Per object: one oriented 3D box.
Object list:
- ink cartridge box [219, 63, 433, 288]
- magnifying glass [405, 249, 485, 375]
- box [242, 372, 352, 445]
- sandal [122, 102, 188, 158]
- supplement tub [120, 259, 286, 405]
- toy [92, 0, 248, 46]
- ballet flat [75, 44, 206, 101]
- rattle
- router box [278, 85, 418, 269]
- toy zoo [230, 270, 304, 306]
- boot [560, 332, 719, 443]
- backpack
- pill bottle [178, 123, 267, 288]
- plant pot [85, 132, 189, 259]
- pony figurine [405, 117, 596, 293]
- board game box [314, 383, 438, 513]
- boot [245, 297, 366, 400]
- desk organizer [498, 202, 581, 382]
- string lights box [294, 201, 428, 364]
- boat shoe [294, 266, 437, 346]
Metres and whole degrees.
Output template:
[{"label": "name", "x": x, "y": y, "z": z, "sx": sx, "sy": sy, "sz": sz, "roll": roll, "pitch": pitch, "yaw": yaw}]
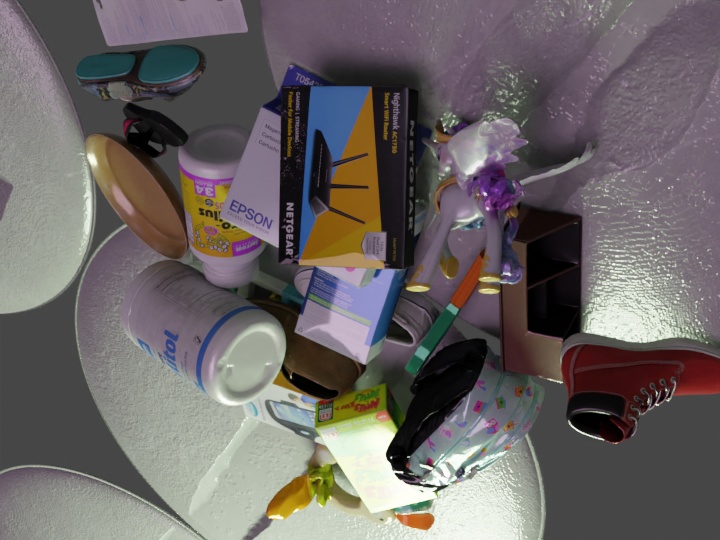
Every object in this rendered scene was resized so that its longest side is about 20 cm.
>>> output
[{"label": "ink cartridge box", "x": -0.043, "y": -0.110, "z": 1.487, "sx": 0.196, "sy": 0.043, "sz": 0.200, "roll": 26, "pitch": 106, "yaw": 14}, {"label": "magnifying glass", "x": 0.109, "y": 0.052, "z": 1.570, "sx": 0.022, "sy": 0.080, "sz": 0.200, "roll": 36, "pitch": 126, "yaw": 6}, {"label": "box", "x": -0.101, "y": 0.183, "z": 1.818, "sx": 0.200, "sy": 0.042, "sz": 0.119, "roll": 16, "pitch": 143, "yaw": 21}, {"label": "sandal", "x": -0.262, "y": -0.168, "z": 1.582, "sx": 0.075, "sy": 0.045, "sz": 0.200, "roll": 35, "pitch": 175, "yaw": -19}, {"label": "supplement tub", "x": -0.206, "y": 0.080, "z": 1.680, "sx": 0.200, "sy": 0.132, "sz": 0.132, "roll": 27, "pitch": 138, "yaw": 39}, {"label": "toy", "x": -0.223, "y": -0.329, "z": 1.493, "sx": 0.200, "sy": 0.047, "sz": 0.115, "roll": 1, "pitch": 122, "yaw": 29}, {"label": "ballet flat", "x": -0.259, "y": -0.239, "z": 1.589, "sx": 0.200, "sy": 0.074, "sz": 0.074, "roll": 7, "pitch": 128, "yaw": 32}, {"label": "rattle", "x": -0.008, "y": 0.340, "z": 1.832, "sx": 0.200, "sy": 0.143, "sz": 0.130, "roll": 37, "pitch": 118, "yaw": 11}, {"label": "router box", "x": -0.014, "y": -0.104, "z": 1.429, "sx": 0.149, "sy": 0.051, "sz": 0.200, "roll": 2, "pitch": 95, "yaw": 17}, {"label": "toy zoo", "x": -0.101, "y": 0.073, "z": 1.756, "sx": 0.200, "sy": 0.020, "sz": 0.131, "roll": 24, "pitch": 134, "yaw": 16}, {"label": "boot", "x": 0.322, "y": 0.140, "z": 1.408, "sx": 0.200, "sy": 0.144, "sz": 0.073, "roll": 4, "pitch": 126, "yaw": 1}, {"label": "backpack", "x": 0.133, "y": 0.177, "z": 1.604, "sx": 0.126, "sy": 0.167, "sz": 0.200, "roll": 29, "pitch": 135, "yaw": -13}, {"label": "pill bottle", "x": -0.170, "y": -0.077, "z": 1.620, "sx": 0.104, "sy": 0.104, "sz": 0.200, "roll": 17, "pitch": 133, "yaw": 22}, {"label": "plant pot", "x": -0.288, "y": -0.103, "z": 1.698, "sx": 0.200, "sy": 0.027, "sz": 0.200, "roll": 38, "pitch": 153, "yaw": 24}, {"label": "pony figurine", "x": 0.133, "y": -0.080, "z": 1.363, "sx": 0.193, "sy": 0.200, "sz": 0.166, "roll": -8, "pitch": 161, "yaw": 44}, {"label": "board game box", "x": 0.024, "y": 0.243, "z": 1.728, "sx": 0.101, "sy": 0.048, "sz": 0.200, "roll": -17, "pitch": 131, "yaw": 14}, {"label": "boot", "x": -0.095, "y": 0.103, "z": 1.707, "sx": 0.200, "sy": 0.075, "sz": 0.074, "roll": 28, "pitch": 140, "yaw": 17}, {"label": "desk organizer", "x": 0.207, "y": 0.029, "z": 1.479, "sx": 0.077, "sy": 0.072, "sz": 0.200, "roll": 12, "pitch": 130, "yaw": 23}, {"label": "string lights box", "x": 0.000, "y": 0.000, "z": 1.551, "sx": 0.103, "sy": 0.059, "sz": 0.200, "roll": 24, "pitch": 112, "yaw": 16}, {"label": "boat shoe", "x": -0.004, "y": 0.047, "z": 1.637, "sx": 0.200, "sy": 0.066, "sz": 0.072, "roll": 22, "pitch": 134, "yaw": 18}]
